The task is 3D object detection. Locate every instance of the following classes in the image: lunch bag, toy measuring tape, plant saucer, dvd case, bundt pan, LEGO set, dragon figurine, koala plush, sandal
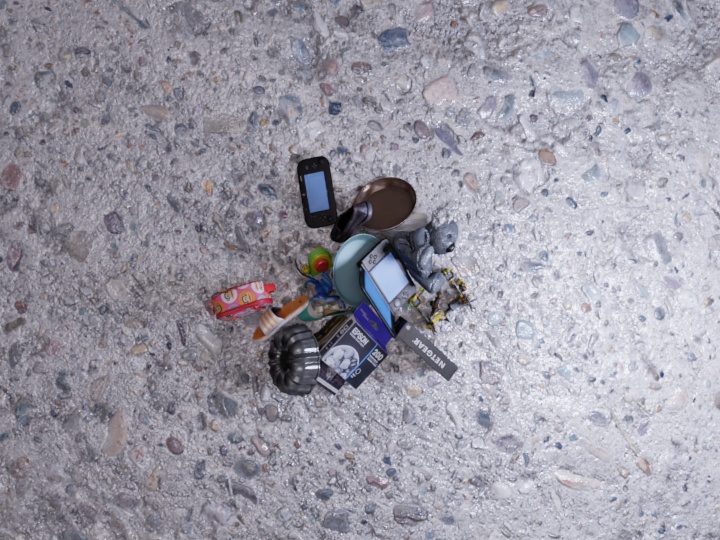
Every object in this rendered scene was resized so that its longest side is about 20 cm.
[{"bbox_3d":[-0.318,0.078,1.495,0.170,0.200,0.085,-20,87,-3],"label":"lunch bag"},{"bbox_3d":[-0.090,-0.050,1.572,0.195,0.074,0.075,-30,92,-4],"label":"toy measuring tape"},{"bbox_3d":[0.072,-0.188,1.556,0.192,0.035,0.206,-9,52,11],"label":"plant saucer"},{"bbox_3d":[-0.060,0.257,1.564,0.202,0.016,0.148,-52,131,-4],"label":"dvd case"},{"bbox_3d":[-0.198,0.254,1.501,0.074,0.198,0.211,4,90,-42],"label":"bundt pan"},{"bbox_3d":[0.242,0.089,1.574,0.195,0.116,0.158,-29,92,-4],"label":"LEGO set"},{"bbox_3d":[-0.114,0.046,1.531,0.097,0.059,0.204,-27,73,-17],"label":"dragon figurine"},{"bbox_3d":[0.204,-0.083,1.534,0.199,0.179,0.184,-42,49,-6],"label":"koala plush"},{"bbox_3d":[-0.243,0.124,1.556,0.204,0.079,0.060,-38,123,-9],"label":"sandal"},{"bbox_3d":[0.000,0.000,1.506,0.194,0.027,0.209,-5,100,-32],"label":"plant saucer"},{"bbox_3d":[-0.114,0.213,1.579,0.198,0.080,0.055,-40,114,-7],"label":"sandal"}]

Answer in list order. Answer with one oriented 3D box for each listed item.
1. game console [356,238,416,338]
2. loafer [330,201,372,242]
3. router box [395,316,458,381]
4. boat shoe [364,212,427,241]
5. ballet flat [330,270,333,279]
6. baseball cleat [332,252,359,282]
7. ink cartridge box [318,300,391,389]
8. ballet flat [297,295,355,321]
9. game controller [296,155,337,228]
[{"bbox_3d":[0.081,0.047,1.480,0.175,0.115,0.203,-42,117,-15],"label":"game console"},{"bbox_3d":[-0.042,-0.141,1.519,0.061,0.199,0.075,1,68,-35],"label":"loafer"},{"bbox_3d":[0.183,0.225,1.552,0.199,0.157,0.053,42,88,-4],"label":"router box"},{"bbox_3d":[0.110,-0.124,1.594,0.192,0.072,0.072,-11,93,-13],"label":"boat shoe"},{"bbox_3d":[0.003,0.038,1.597,0.192,0.057,0.069,15,80,3],"label":"ballet flat"},{"bbox_3d":[0.005,-0.021,1.563,0.193,0.069,0.111,-13,93,-25],"label":"baseball cleat"},{"bbox_3d":[-0.002,0.222,1.542,0.201,0.043,0.199,-47,131,-4],"label":"ink cartridge box"},{"bbox_3d":[-0.097,0.105,1.574,0.192,0.070,0.070,-12,88,-4],"label":"ballet flat"},{"bbox_3d":[-0.129,-0.233,1.584,0.100,0.042,0.209,-9,90,-4],"label":"game controller"}]
